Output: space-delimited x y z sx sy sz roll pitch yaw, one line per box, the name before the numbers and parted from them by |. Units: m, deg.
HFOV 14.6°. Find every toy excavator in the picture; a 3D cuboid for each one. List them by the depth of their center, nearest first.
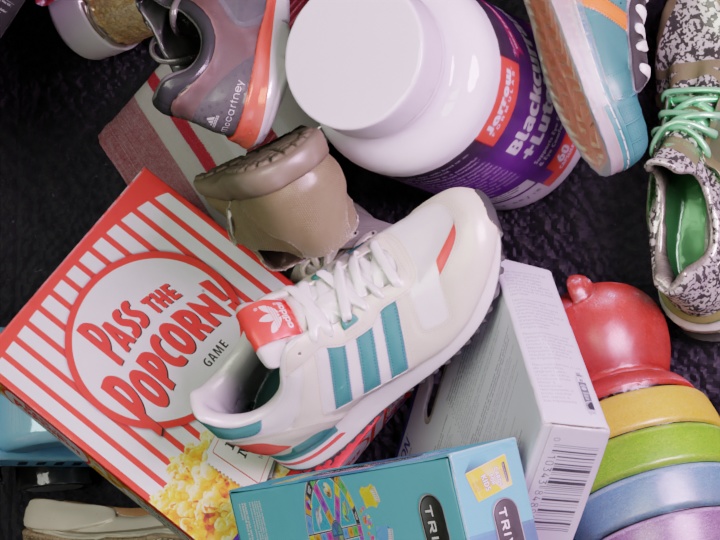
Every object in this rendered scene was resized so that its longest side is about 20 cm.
toy excavator | -0.146 0.070 1.671 0.200 0.194 0.100 -19 72 53

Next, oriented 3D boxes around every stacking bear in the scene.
stacking bear | 0.147 0.101 1.523 0.114 0.121 0.200 -27 64 24

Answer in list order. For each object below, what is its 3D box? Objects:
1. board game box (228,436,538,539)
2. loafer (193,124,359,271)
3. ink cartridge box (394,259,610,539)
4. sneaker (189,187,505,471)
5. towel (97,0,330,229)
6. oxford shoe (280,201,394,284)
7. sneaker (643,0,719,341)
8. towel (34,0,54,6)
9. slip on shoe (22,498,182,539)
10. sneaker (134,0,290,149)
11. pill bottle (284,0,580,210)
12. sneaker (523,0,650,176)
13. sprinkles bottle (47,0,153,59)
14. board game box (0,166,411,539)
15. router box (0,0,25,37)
board game box | 0.020 0.174 1.461 0.200 0.047 0.151 -14 88 53
loafer | -0.044 -0.036 1.536 0.076 0.200 0.068 -26 94 -2
ink cartridge box | 0.071 0.103 1.519 0.200 0.041 0.200 -106 27 -54
sneaker | -0.010 0.029 1.490 0.200 0.093 0.070 -45 51 24
towel | -0.064 -0.107 1.692 0.200 0.023 0.144 -46 49 13
oxford shoe | 0.000 0.000 1.590 0.200 0.058 0.075 31 106 57
sneaker | 0.186 -0.066 1.532 0.077 0.089 0.200 -7 77 25
towel | -0.111 -0.244 1.702 0.200 0.022 0.145 -27 29 19
slip on shoe | -0.117 0.172 1.661 0.200 0.076 0.061 2 77 29
sneaker | -0.081 -0.160 1.547 0.077 0.082 0.200 117 159 -46
pill bottle | 0.041 -0.101 1.550 0.111 0.200 0.112 -4 81 27
sneaker | 0.132 -0.152 1.522 0.080 0.071 0.200 -14 77 -10
sprinkles bottle | -0.096 -0.186 1.693 0.200 0.068 0.068 -17 75 34
board game box | -0.094 0.062 1.598 0.200 0.046 0.152 37 77 9
router box | -0.249 -0.170 1.726 0.052 0.200 0.157 32 100 -17
